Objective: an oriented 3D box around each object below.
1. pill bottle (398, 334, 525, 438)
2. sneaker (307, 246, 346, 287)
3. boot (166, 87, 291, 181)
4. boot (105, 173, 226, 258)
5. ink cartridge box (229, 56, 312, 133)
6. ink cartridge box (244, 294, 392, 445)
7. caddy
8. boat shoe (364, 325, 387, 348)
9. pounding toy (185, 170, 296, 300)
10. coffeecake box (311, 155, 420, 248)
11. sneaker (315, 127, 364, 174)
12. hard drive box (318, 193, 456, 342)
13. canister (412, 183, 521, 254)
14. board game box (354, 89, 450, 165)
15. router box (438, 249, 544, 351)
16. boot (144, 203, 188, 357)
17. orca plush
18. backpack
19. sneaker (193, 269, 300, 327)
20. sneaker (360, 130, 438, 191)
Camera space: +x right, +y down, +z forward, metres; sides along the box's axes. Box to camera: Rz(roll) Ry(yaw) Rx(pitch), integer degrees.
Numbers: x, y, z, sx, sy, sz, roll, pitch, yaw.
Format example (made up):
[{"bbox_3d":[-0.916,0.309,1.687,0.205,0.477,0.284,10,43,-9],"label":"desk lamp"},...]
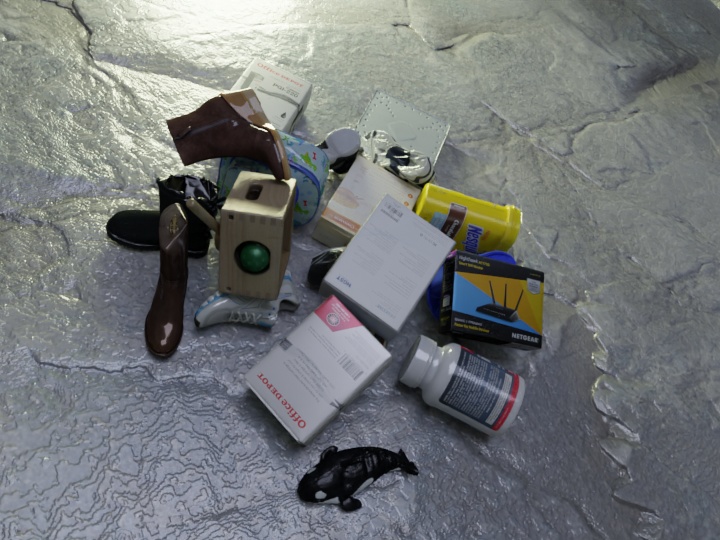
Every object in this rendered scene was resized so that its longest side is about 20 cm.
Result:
[{"bbox_3d":[0.175,0.198,1.172,0.199,0.120,0.120,27,52,-1],"label":"pill bottle"},{"bbox_3d":[0.000,0.000,1.231,0.198,0.081,0.086,-4,12,-3],"label":"sneaker"},{"bbox_3d":[-0.222,-0.208,1.134,0.166,0.072,0.201,-26,73,-10],"label":"boot"},{"bbox_3d":[-0.341,-0.102,1.162,0.197,0.163,0.074,13,52,-11],"label":"boot"},{"bbox_3d":[-0.207,-0.348,1.432,0.145,0.085,0.201,25,50,-2],"label":"ink cartridge box"},{"bbox_3d":[-0.068,0.163,1.089,0.200,0.083,0.147,-42,76,-12],"label":"ink cartridge box"},{"bbox_3d":[0.225,0.041,1.312,0.199,0.105,0.142,-14,86,-28],"label":"caddy"},{"bbox_3d":[0.024,0.113,1.207,0.062,0.071,0.201,16,50,2],"label":"boat shoe"},{"bbox_3d":[-0.192,-0.065,1.103,0.141,0.185,0.200,8,31,-1],"label":"pounding toy"},{"bbox_3d":[0.015,-0.118,1.359,0.153,0.073,0.201,29,52,-1],"label":"coffeecake box"},{"bbox_3d":[-0.085,-0.229,1.403,0.199,0.114,0.076,-20,79,8],"label":"sneaker"},{"bbox_3d":[0.046,-0.006,1.158,0.155,0.077,0.200,35,69,2],"label":"hard drive box"},{"bbox_3d":[0.206,-0.093,1.367,0.199,0.149,0.087,16,57,-6],"label":"canister"},{"bbox_3d":[0.094,-0.318,1.557,0.199,0.026,0.201,26,52,-1],"label":"board game box"},{"bbox_3d":[0.243,0.058,1.225,0.199,0.051,0.150,12,73,-22],"label":"router box"},{"bbox_3d":[-0.308,0.015,1.069,0.064,0.200,0.187,6,55,-15],"label":"boot"},{"bbox_3d":[0.002,0.319,1.055,0.199,0.071,0.106,4,56,-17],"label":"orca plush"},{"bbox_3d":[-0.169,-0.165,1.258,0.199,0.183,0.148,17,52,-10],"label":"backpack"},{"bbox_3d":[-0.190,0.066,1.162,0.199,0.075,0.087,-22,72,-31],"label":"sneaker"},{"bbox_3d":[0.092,-0.227,1.452,0.198,0.130,0.080,25,82,35],"label":"sneaker"}]
